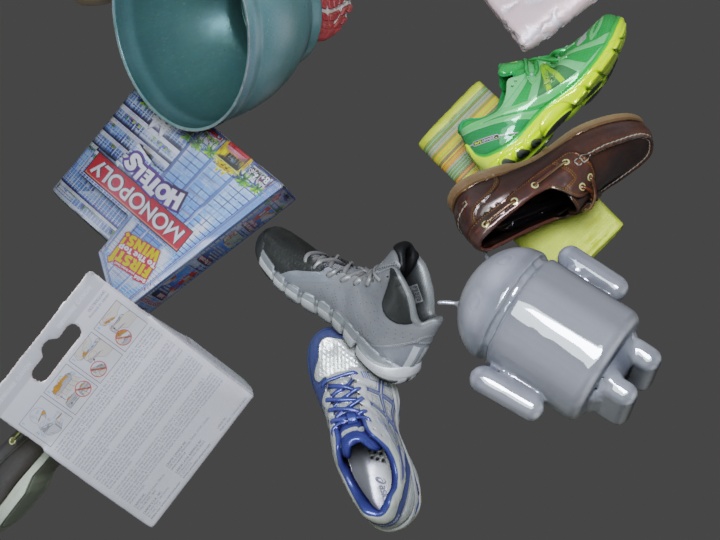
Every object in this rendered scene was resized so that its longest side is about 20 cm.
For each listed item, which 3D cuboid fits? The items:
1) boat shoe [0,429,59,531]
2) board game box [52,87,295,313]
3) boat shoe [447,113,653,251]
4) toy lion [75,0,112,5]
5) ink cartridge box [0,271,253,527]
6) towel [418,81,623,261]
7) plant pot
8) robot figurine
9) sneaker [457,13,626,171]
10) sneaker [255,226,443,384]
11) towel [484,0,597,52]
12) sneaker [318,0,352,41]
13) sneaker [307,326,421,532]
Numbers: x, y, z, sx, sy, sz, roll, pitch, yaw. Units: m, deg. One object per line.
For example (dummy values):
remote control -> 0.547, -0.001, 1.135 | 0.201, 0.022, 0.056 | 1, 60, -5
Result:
boat shoe -> -0.301, 0.154, 1.562 | 0.061, 0.072, 0.201 | 40, 92, 11
board game box -> -0.202, -0.059, 1.588 | 0.200, 0.062, 0.200 | 39, 88, 15
boat shoe -> 0.180, -0.074, 1.480 | 0.199, 0.071, 0.070 | -26, 45, -3
toy lion -> -0.212, -0.334, 1.573 | 0.199, 0.192, 0.069 | -13, 77, 9
ink cartridge box -> -0.222, 0.117, 1.517 | 0.200, 0.050, 0.161 | 39, 89, -17
towel -> 0.150, -0.082, 1.548 | 0.086, 0.018, 0.200 | -45, 75, 4
plant pot -> -0.122, -0.242, 1.543 | 0.200, 0.134, 0.202 | 18, 116, 42
robot figurine -> 0.169, 0.055, 1.467 | 0.199, 0.113, 0.170 | 34, 66, 15
sneaker -> 0.170, -0.175, 1.519 | 0.200, 0.074, 0.084 | -44, 79, -11
sneaker -> 0.000, 0.000, 1.507 | 0.200, 0.075, 0.116 | 41, 125, 12
towel -> 0.184, -0.332, 1.567 | 0.200, 0.032, 0.191 | -37, 67, 2
sneaker -> -0.065, -0.319, 1.613 | 0.082, 0.078, 0.201 | -22, 79, 34
sneaker -> 0.002, 0.139, 1.498 | 0.075, 0.088, 0.201 | -26, 75, 7
